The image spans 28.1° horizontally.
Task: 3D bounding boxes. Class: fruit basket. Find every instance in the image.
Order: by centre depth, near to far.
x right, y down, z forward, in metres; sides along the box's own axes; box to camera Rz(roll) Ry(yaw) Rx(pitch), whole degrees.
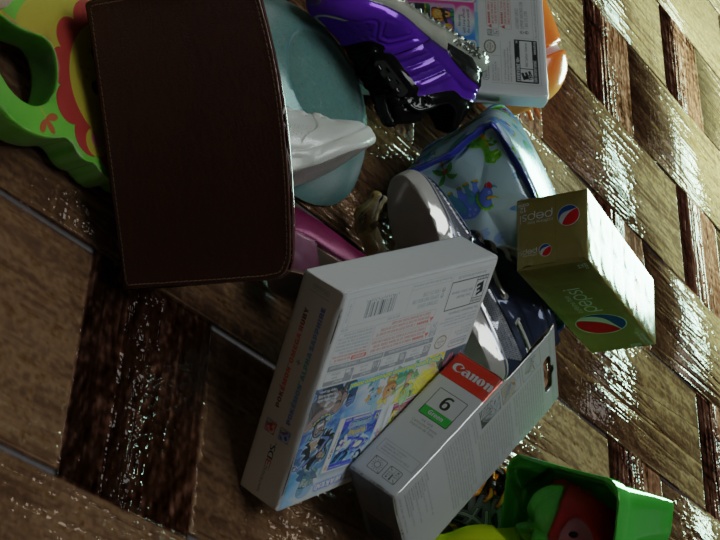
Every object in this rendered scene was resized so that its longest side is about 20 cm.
[{"bbox_3d":[0.138,0.256,1.168,0.215,0.155,0.216,-3,96,-34],"label":"fruit basket"}]

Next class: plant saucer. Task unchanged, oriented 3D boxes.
[{"bbox_3d":[-0.045,-0.157,1.260,0.201,0.039,0.201,33,48,-45],"label":"plant saucer"}]

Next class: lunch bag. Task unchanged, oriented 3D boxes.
[{"bbox_3d":[0.134,-0.041,1.355,0.200,0.127,0.170,56,16,-7],"label":"lunch bag"}]

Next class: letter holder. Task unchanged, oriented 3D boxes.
[{"bbox_3d":[-0.092,-0.096,0.995,0.101,0.142,0.201,-17,101,-62],"label":"letter holder"}]

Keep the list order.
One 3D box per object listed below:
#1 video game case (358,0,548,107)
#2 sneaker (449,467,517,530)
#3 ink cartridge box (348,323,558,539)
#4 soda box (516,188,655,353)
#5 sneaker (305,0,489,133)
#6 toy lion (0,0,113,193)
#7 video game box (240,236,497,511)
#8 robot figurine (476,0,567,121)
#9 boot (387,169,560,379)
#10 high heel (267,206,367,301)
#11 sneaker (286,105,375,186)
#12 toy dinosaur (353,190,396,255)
[{"bbox_3d":[0.090,-0.251,1.418,0.024,0.182,0.200,102,-10,-60],"label":"video game case"},{"bbox_3d":[0.103,0.193,1.254,0.200,0.077,0.078,41,44,-36],"label":"sneaker"},{"bbox_3d":[0.080,0.128,1.152,0.200,0.050,0.109,-45,147,-24],"label":"ink cartridge box"},{"bbox_3d":[0.199,0.005,1.250,0.200,0.064,0.068,40,46,-54],"label":"soda box"},{"bbox_3d":[0.030,-0.181,1.287,0.200,0.070,0.100,22,82,-34],"label":"sneaker"},{"bbox_3d":[-0.203,-0.141,0.999,0.200,0.069,0.192,-37,112,-57],"label":"toy lion"},{"bbox_3d":[0.010,0.073,1.089,0.200,0.047,0.183,-12,124,-52],"label":"video game box"},{"bbox_3d":[0.150,-0.253,1.536,0.117,0.144,0.200,-27,96,-42],"label":"robot figurine"},{"bbox_3d":[0.098,-0.004,1.243,0.090,0.073,0.200,-27,100,-29],"label":"boot"},{"bbox_3d":[0.000,0.000,1.186,0.200,0.067,0.096,27,36,-36],"label":"high heel"},{"bbox_3d":[-0.069,-0.112,1.149,0.200,0.075,0.089,-17,79,-46],"label":"sneaker"},{"bbox_3d":[0.022,0.035,1.258,0.101,0.058,0.201,13,65,-35],"label":"toy dinosaur"}]
